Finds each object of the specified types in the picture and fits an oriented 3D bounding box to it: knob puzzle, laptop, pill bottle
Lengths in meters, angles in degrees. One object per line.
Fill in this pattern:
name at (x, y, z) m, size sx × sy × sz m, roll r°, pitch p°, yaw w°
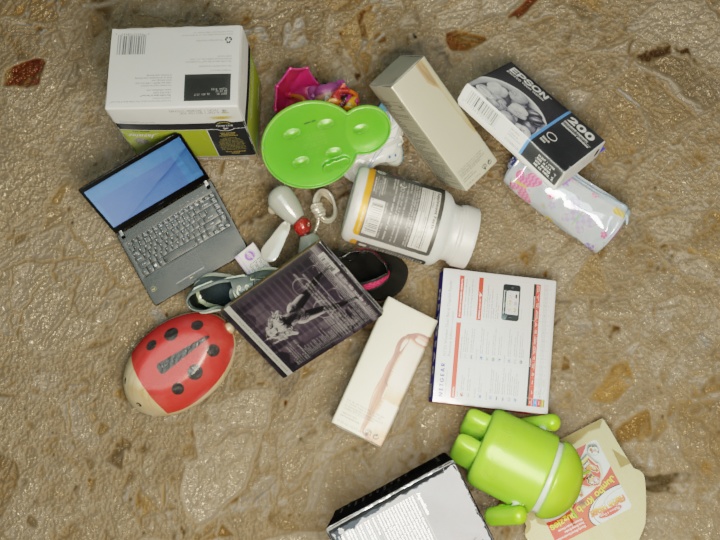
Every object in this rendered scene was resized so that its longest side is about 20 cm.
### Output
knob puzzle at (0.330, 0.349, 1.362) m, size 0.215 × 0.031 × 0.224 m, roll -4°, pitch 70°, yaw 10°
laptop at (-0.297, -0.075, 1.416) m, size 0.175 × 0.103 × 0.203 m, roll -29°, pitch 91°, yaw -1°
pill bottle at (0.076, -0.076, 1.405) m, size 0.196 × 0.116 × 0.119 m, roll 16°, pitch 82°, yaw -5°

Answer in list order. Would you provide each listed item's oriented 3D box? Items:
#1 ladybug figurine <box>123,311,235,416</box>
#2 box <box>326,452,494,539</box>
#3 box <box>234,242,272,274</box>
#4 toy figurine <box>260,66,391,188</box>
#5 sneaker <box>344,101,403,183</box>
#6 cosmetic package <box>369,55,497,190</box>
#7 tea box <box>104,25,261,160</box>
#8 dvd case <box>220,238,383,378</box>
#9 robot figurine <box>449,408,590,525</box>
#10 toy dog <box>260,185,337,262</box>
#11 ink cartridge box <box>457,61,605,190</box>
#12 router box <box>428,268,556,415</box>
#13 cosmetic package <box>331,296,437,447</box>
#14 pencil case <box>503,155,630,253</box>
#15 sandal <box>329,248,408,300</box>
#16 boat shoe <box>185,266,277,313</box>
ladybug figurine at (-0.279, 0.139, 1.414) m, size 0.199 × 0.072 × 0.137 m, roll -38°, pitch 81°, yaw -4°
box at (0.068, 0.358, 1.298) m, size 0.194 × 0.200 × 0.126 m, roll -29°, pitch 82°, yaw -2°
box at (-0.122, 0.049, 1.437) m, size 0.041 × 0.039 × 0.201 m, roll -36°, pitch 81°, yaw -3°
toy figurine at (-0.063, -0.249, 1.421) m, size 0.196 × 0.152 × 0.186 m, roll -16°, pitch 43°, yaw 3°
sneaker at (0.045, -0.214, 1.462) m, size 0.086 × 0.075 × 0.201 m, roll 38°, pitch 93°, yaw 2°
cosmetic package at (0.110, -0.223, 1.395) m, size 0.071 × 0.105 × 0.201 m, roll -42°, pitch 113°, yaw -6°
tea box at (-0.262, -0.264, 1.410) m, size 0.195 × 0.197 × 0.137 m, roll 0°, pitch 73°, yaw 2°
dvd case at (-0.086, 0.060, 1.351) m, size 0.198 × 0.016 × 0.149 m, roll -33°, pitch 113°, yaw 22°
robot figurine at (0.229, 0.277, 1.321) m, size 0.197 × 0.117 × 0.177 m, roll 24°, pitch 57°, yaw 8°
toy dog at (-0.089, -0.023, 1.422) m, size 0.096 × 0.130 × 0.204 m, roll -29°, pitch 71°, yaw 40°
ink cartridge box at (0.270, -0.230, 1.394) m, size 0.198 × 0.044 × 0.199 m, roll 44°, pitch 42°, yaw 12°
router box at (0.200, 0.107, 1.400) m, size 0.175 × 0.049 × 0.205 m, roll 7°, pitch 81°, yaw -2°
cosmetic package at (0.035, 0.152, 1.382) m, size 0.086 × 0.103 × 0.203 m, roll 24°, pitch 84°, yaw 4°
pencil case at (0.316, -0.117, 1.419) m, size 0.199 × 0.083 × 0.091 m, roll 40°, pitch 112°, yaw 7°
sandal at (0.000, 0.000, 1.384) m, size 0.197 × 0.045 × 0.077 m, roll 6°, pitch 66°, yaw -37°
boat shoe at (-0.176, 0.040, 1.393) m, size 0.196 × 0.062 × 0.074 m, roll 0°, pitch 112°, yaw 28°
